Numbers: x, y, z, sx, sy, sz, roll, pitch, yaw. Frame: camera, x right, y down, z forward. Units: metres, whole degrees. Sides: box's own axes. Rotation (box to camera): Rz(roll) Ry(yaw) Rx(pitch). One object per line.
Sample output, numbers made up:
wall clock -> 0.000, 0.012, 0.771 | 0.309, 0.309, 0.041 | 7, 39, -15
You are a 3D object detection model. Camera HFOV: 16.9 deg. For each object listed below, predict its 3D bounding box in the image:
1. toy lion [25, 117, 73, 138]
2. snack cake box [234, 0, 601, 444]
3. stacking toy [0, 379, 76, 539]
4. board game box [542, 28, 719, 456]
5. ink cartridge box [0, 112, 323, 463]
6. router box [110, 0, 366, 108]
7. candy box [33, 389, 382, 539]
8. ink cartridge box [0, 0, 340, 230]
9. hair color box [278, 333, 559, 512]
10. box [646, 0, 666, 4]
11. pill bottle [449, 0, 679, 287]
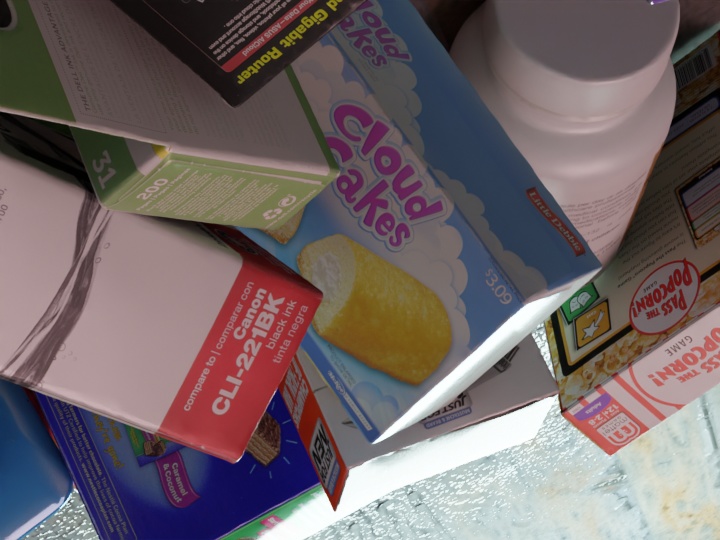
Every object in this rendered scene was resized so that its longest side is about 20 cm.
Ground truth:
toy lion -> -0.219, -0.021, 1.072 | 0.200, 0.069, 0.192 | -35, 146, 10
snack cake box -> -0.002, -0.042, 1.059 | 0.067, 0.200, 0.115 | -22, 162, -50
stacking toy -> -0.194, 0.101, 1.325 | 0.110, 0.116, 0.200 | -34, 170, 9
board game box -> 0.163, -0.018, 1.297 | 0.151, 0.200, 0.046 | -36, 124, 23
ink cartridge box -> -0.138, -0.012, 0.977 | 0.200, 0.144, 0.084 | 23, 97, -38
router box -> -0.027, -0.172, 0.856 | 0.200, 0.062, 0.150 | -36, 119, 24
candy box -> -0.057, 0.051, 1.244 | 0.200, 0.170, 0.077 | -29, 160, 7
ink cartridge box -> -0.107, -0.094, 0.918 | 0.048, 0.146, 0.200 | -38, 154, 30
hair color box -> 0.000, 0.000, 1.155 | 0.111, 0.201, 0.064 | -18, 158, -16
box -> 0.124, -0.215, 0.915 | 0.039, 0.137, 0.200 | -16, 155, -21
pill bottle -> 0.095, -0.078, 1.201 | 0.114, 0.115, 0.200 | -19, 156, -15
